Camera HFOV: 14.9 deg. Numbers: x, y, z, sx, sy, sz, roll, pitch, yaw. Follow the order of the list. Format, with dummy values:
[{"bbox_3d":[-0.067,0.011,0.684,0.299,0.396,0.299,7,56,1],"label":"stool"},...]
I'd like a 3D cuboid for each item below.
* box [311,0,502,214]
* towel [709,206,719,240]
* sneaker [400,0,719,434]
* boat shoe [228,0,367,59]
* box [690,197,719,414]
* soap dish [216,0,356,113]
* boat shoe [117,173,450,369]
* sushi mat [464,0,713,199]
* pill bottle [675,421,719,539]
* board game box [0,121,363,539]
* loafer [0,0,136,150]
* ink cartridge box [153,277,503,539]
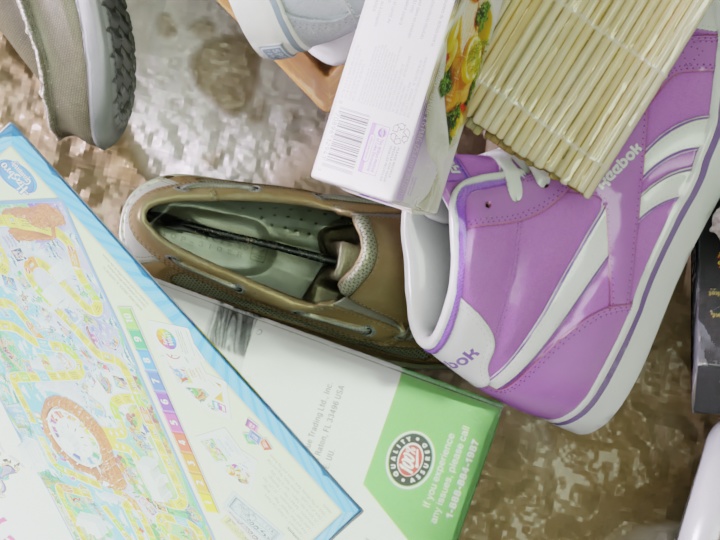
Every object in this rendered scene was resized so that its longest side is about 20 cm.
[{"bbox_3d":[0.034,-0.121,1.035,0.041,0.039,0.200,18,92,28],"label":"box"},{"bbox_3d":[0.240,0.021,1.059,0.132,0.034,0.200,-29,64,-10],"label":"towel"},{"bbox_3d":[0.083,-0.047,1.099,0.114,0.073,0.201,26,76,-25],"label":"sneaker"},{"bbox_3d":[-0.034,-0.185,1.058,0.071,0.070,0.201,-16,94,9],"label":"boat shoe"},{"bbox_3d":[0.236,-0.017,1.127,0.199,0.050,0.158,1,62,5],"label":"box"},{"bbox_3d":[0.000,-0.186,1.144,0.200,0.081,0.157,-45,91,-9],"label":"soap dish"},{"bbox_3d":[0.000,0.000,1.129,0.199,0.076,0.072,6,83,-7],"label":"boat shoe"},{"bbox_3d":[0.099,-0.135,1.049,0.096,0.012,0.200,32,99,5],"label":"sushi mat"},{"bbox_3d":[0.224,0.136,1.112,0.200,0.109,0.109,16,83,7],"label":"pill bottle"},{"bbox_3d":[-0.115,0.063,1.045,0.134,0.034,0.200,-42,89,-8],"label":"board game box"},{"bbox_3d":[-0.146,-0.140,1.133,0.070,0.075,0.200,-19,83,3],"label":"loafer"},{"bbox_3d":[-0.063,0.090,1.109,0.200,0.084,0.146,21,82,-4],"label":"ink cartridge box"}]
